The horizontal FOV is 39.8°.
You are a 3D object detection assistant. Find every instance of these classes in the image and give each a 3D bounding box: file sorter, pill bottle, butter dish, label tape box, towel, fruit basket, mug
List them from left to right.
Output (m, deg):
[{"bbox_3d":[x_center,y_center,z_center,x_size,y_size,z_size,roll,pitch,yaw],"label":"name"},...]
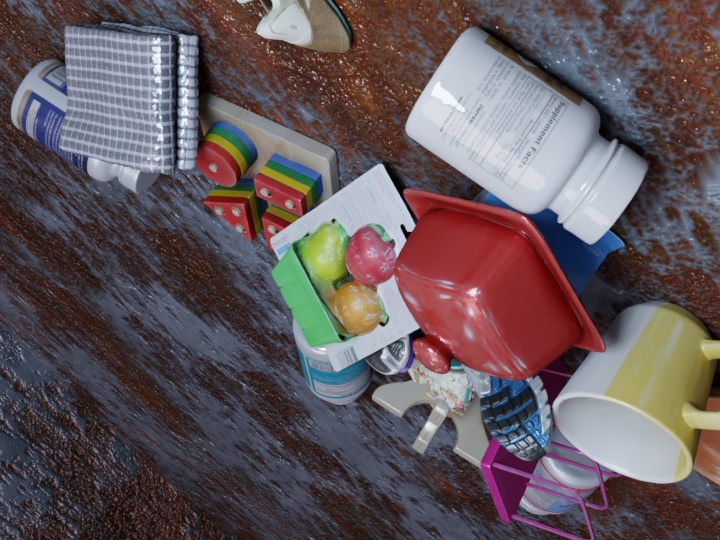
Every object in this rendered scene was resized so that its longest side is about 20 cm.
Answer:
[{"bbox_3d":[-0.364,-0.192,1.359,0.199,0.111,0.111,33,153,6],"label":"pill bottle"},{"bbox_3d":[-0.283,-0.209,1.196,0.199,0.085,0.168,14,111,36],"label":"towel"},{"bbox_3d":[-0.037,0.124,1.489,0.110,0.111,0.201,25,151,20],"label":"pill bottle"},{"bbox_3d":[0.000,0.000,1.176,0.199,0.094,0.186,-31,86,29],"label":"fruit basket"},{"bbox_3d":[0.108,0.037,0.978,0.199,0.148,0.200,19,153,53],"label":"butter dish"},{"bbox_3d":[0.169,-0.018,1.078,0.143,0.066,0.200,37,155,-4],"label":"label tape box"},{"bbox_3d":[0.149,-0.116,0.888,0.199,0.115,0.114,35,153,2],"label":"pill bottle"},{"bbox_3d":[0.273,0.271,1.372,0.108,0.109,0.201,30,153,9],"label":"pill bottle"},{"bbox_3d":[0.250,0.200,1.189,0.124,0.201,0.140,13,146,31],"label":"file sorter"},{"bbox_3d":[0.315,0.122,1.036,0.185,0.154,0.150,19,148,28],"label":"mug"}]

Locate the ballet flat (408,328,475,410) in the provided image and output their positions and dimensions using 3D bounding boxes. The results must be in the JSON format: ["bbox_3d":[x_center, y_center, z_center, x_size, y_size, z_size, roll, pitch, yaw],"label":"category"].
[{"bbox_3d":[0.090,0.125,1.284,0.200,0.075,0.065,-141,47,-67],"label":"ballet flat"}]

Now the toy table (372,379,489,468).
[{"bbox_3d":[0.121,0.178,1.390,0.183,0.118,0.201,25,152,19],"label":"toy table"}]

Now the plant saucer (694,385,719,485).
[{"bbox_3d":[0.445,0.195,1.133,0.199,0.038,0.201,27,151,16],"label":"plant saucer"}]

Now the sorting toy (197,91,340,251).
[{"bbox_3d":[-0.126,-0.103,1.273,0.197,0.070,0.201,26,152,18],"label":"sorting toy"}]

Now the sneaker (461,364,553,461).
[{"bbox_3d":[0.161,0.130,1.099,0.087,0.074,0.201,57,-173,-49],"label":"sneaker"}]

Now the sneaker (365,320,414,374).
[{"bbox_3d":[0.046,0.065,1.272,0.083,0.201,0.081,31,113,-22],"label":"sneaker"}]

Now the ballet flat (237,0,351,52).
[{"bbox_3d":[-0.087,-0.272,0.957,0.067,0.073,0.200,1,138,48],"label":"ballet flat"}]
